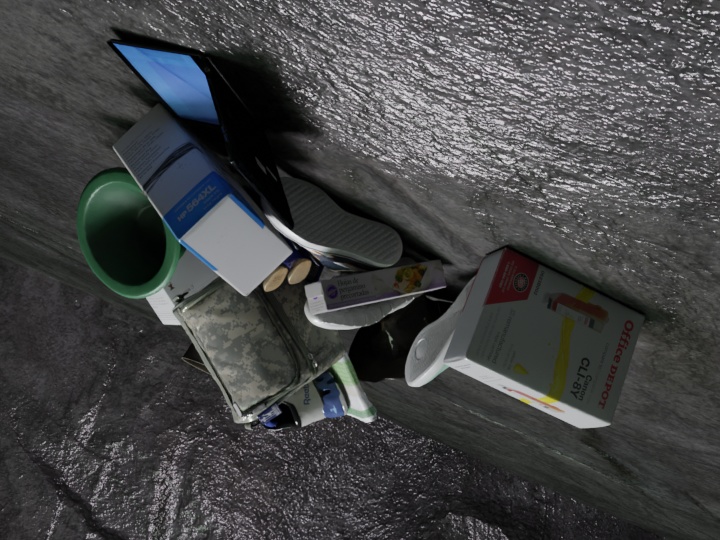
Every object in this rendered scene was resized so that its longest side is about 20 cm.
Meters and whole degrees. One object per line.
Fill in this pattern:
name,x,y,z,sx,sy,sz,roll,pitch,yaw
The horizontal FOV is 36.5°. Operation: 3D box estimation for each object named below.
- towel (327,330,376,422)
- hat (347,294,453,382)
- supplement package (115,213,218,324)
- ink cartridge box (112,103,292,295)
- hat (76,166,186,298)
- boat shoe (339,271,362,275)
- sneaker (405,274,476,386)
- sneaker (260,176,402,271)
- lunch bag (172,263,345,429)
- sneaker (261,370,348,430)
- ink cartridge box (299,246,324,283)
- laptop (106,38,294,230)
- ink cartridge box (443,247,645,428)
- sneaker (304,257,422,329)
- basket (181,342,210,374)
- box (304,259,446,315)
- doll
towel,-0.041,0.114,1.558,0.149,0.030,0.202,1,115,68
hat,0.059,0.073,1.576,0.199,0.200,0.082,11,130,43
supplement package,-0.278,-0.036,1.580,0.201,0.117,0.117,58,157,-12
ink cartridge box,-0.187,-0.086,1.291,0.200,0.084,0.146,50,-176,38
hat,-0.261,-0.055,1.500,0.201,0.166,0.176,51,-151,9
boat shoe,-0.002,-0.001,1.543,0.072,0.064,0.201,21,167,7
sneaker,0.152,0.100,1.460,0.117,0.201,0.074,24,-147,-28
sneaker,-0.049,-0.049,1.386,0.199,0.079,0.079,27,156,-22
lunch bag,-0.140,0.089,1.463,0.201,0.167,0.139,59,152,-1
sneaker,-0.112,0.163,1.583,0.199,0.114,0.081,43,151,50
ink cartridge box,-0.130,-0.032,1.614,0.135,0.077,0.200,27,168,-18
laptop,-0.166,-0.142,1.158,0.102,0.202,0.177,-22,156,8
ink cartridge box,0.221,0.083,1.307,0.198,0.146,0.083,25,166,-10
sneaker,0.000,0.043,1.463,0.199,0.077,0.080,-13,167,-40
basket,-0.216,0.108,2.048,0.179,0.202,0.136,27,166,-23
box,0.023,0.020,1.399,0.198,0.039,0.041,-10,175,-35
doll,-0.151,-0.064,1.421,0.201,0.136,0.049,52,137,25
